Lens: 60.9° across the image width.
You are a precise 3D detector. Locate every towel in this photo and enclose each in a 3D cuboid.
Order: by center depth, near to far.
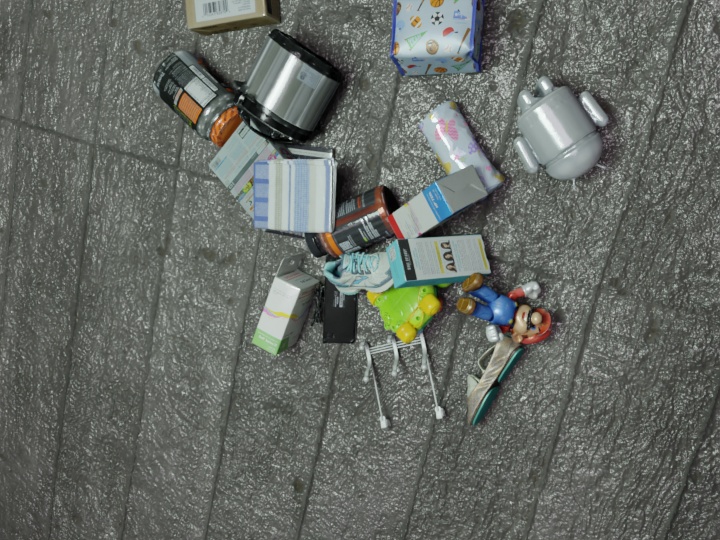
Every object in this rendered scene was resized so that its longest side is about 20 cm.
[{"bbox_3d":[-0.136,-0.154,1.255,0.196,0.024,0.150,4,97,26],"label":"towel"}]

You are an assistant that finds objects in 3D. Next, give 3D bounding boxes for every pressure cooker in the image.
[{"bbox_3d":[-0.154,-0.360,1.246,0.175,0.178,0.202,35,106,8],"label":"pressure cooker"}]

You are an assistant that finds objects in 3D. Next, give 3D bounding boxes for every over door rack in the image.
[{"bbox_3d":[0.087,0.238,1.308,0.145,0.066,0.204,-14,93,21],"label":"over door rack"}]

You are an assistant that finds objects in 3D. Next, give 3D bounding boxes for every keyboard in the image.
[{"bbox_3d":[-0.057,0.059,1.357,0.102,0.040,0.204,3,98,-5],"label":"keyboard"}]

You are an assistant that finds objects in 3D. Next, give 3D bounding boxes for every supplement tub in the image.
[{"bbox_3d":[-0.018,-0.094,1.274,0.197,0.107,0.109,-20,91,19],"label":"supplement tub"},{"bbox_3d":[-0.347,-0.373,1.341,0.200,0.122,0.123,44,109,8],"label":"supplement tub"}]

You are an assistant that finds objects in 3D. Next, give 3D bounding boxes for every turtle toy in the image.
[{"bbox_3d":[0.116,0.048,1.250,0.201,0.100,0.146,-50,58,16],"label":"turtle toy"}]

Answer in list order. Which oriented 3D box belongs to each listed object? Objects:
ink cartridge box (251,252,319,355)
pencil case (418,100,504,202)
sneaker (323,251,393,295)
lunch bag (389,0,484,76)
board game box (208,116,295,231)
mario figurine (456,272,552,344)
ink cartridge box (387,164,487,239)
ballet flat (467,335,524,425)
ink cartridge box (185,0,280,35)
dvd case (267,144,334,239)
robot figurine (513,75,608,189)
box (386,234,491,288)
[{"bbox_3d":[-0.155,0.071,1.340,0.066,0.117,0.203,25,106,13],"label":"ink cartridge box"},{"bbox_3d":[0.198,-0.230,1.194,0.090,0.083,0.202,-33,87,1],"label":"pencil case"},{"bbox_3d":[0.000,0.000,1.234,0.198,0.086,0.079,-18,50,45],"label":"sneaker"},{"bbox_3d":[0.148,-0.489,1.157,0.167,0.124,0.204,5,86,18],"label":"lunch bag"},{"bbox_3d":[-0.214,-0.209,1.334,0.147,0.064,0.201,-44,80,21],"label":"board game box"},{"bbox_3d":[0.290,0.075,1.166,0.197,0.106,0.125,24,108,-18],"label":"mario figurine"},{"bbox_3d":[0.133,-0.115,1.172,0.199,0.115,0.068,-32,87,52],"label":"ink cartridge box"},{"bbox_3d":[0.260,0.220,1.254,0.067,0.068,0.202,36,103,31],"label":"ballet flat"},{"bbox_3d":[-0.277,-0.607,1.309,0.196,0.075,0.168,-1,98,20],"label":"ink cartridge box"},{"bbox_3d":[-0.136,-0.174,1.352,0.146,0.016,0.204,10,102,19],"label":"dvd case"},{"bbox_3d":[0.363,-0.251,1.116,0.168,0.113,0.202,-34,86,13],"label":"robot figurine"},{"bbox_3d":[0.151,-0.018,1.177,0.049,0.196,0.084,-39,59,59],"label":"box"}]
